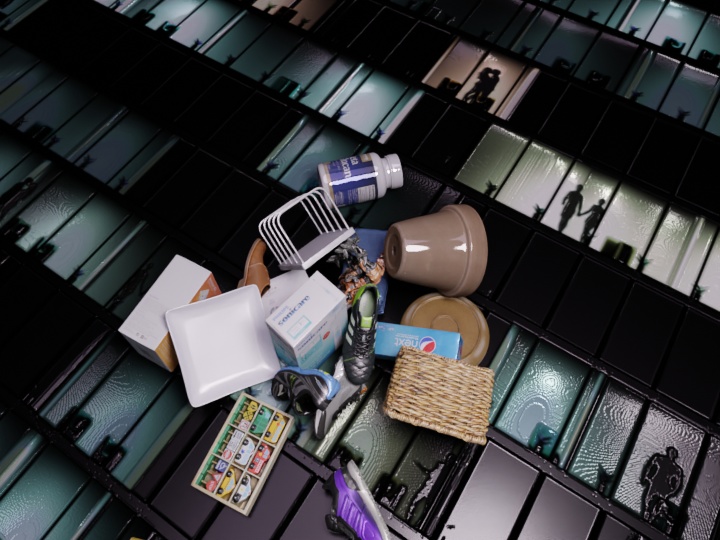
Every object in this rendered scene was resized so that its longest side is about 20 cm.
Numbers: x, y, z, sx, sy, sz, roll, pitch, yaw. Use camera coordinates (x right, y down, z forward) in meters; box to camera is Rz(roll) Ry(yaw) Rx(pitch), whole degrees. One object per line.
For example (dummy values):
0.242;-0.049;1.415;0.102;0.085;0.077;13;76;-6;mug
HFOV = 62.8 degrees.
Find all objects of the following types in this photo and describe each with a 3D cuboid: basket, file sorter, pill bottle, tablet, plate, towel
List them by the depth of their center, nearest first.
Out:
0.145;0.259;1.142;0.197;0.143;0.151;15;59;3;basket
-0.281;0.152;1.217;0.197;0.032;0.203;-17;94;-26;plate
-0.129;-0.091;1.297;0.138;0.199;0.126;-36;102;-18;file sorter
-0.196;0.079;1.329;0.197;0.014;0.131;-23;63;-11;tablet
0.013;0.000;1.348;0.110;0.049;0.203;8;62;6;towel
-0.001;-0.224;1.437;0.197;0.112;0.112;-13;61;-6;pill bottle

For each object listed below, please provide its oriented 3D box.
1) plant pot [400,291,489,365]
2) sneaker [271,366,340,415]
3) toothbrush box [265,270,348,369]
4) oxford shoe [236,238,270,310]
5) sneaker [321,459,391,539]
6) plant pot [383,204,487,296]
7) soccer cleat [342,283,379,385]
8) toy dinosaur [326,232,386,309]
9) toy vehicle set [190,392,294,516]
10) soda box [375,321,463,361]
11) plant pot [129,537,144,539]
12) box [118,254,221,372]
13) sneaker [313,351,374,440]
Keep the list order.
0.183;0.131;1.282;0.196;0.028;0.203;0;61;0;plant pot
-0.120;0.237;1.147;0.198;0.071;0.083;-10;42;49;sneaker
-0.102;0.118;1.197;0.085;0.201;0.146;38;67;21;toothbrush box
-0.234;0.014;1.334;0.070;0.072;0.202;11;52;-6;oxford shoe
-0.010;0.463;1.082;0.098;0.070;0.202;-27;59;-5;sneaker
0.146;-0.043;1.257;0.172;0.201;0.203;0;58;-19;plant pot
0.003;0.124;1.176;0.066;0.081;0.204;8;76;-5;soccer cleat
0.000;0.000;1.282;0.136;0.102;0.200;47;46;0;toy dinosaur
-0.229;0.357;1.164;0.123;0.027;0.202;20;63;13;toy vehicle set
0.108;0.156;1.221;0.197;0.064;0.069;6;73;19;soda box
-0.289;0.565;0.965;0.196;0.196;0.197;10;61;-3;plant pot
-0.398;0.092;1.263;0.096;0.125;0.201;24;64;14;box
-0.037;0.252;1.195;0.078;0.074;0.202;25;64;9;sneaker
